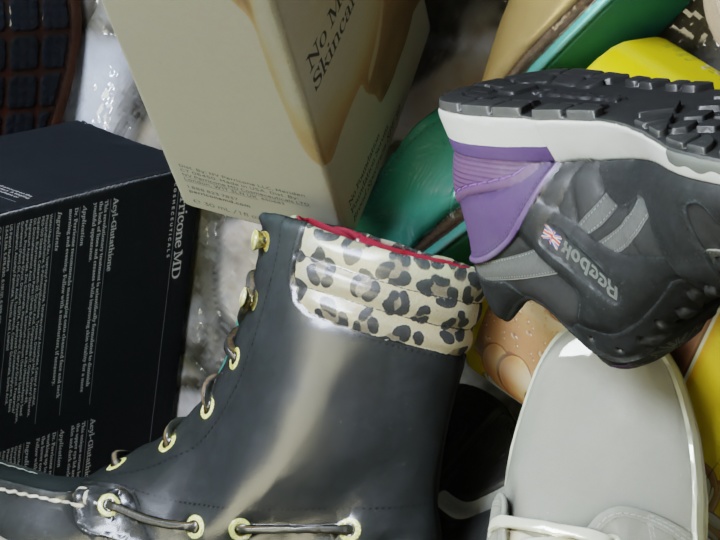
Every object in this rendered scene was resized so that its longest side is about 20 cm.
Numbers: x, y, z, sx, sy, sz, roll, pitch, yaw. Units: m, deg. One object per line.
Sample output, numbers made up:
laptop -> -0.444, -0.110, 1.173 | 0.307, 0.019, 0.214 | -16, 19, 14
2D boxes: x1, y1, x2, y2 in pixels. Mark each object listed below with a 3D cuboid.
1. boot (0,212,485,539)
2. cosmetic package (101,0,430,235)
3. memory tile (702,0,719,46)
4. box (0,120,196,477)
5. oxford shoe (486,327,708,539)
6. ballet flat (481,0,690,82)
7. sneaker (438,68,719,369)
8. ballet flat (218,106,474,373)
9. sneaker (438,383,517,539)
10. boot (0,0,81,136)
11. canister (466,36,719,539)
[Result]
boot -> -0.052, 0.051, 0.901 | 0.202, 0.073, 0.155 | 14, 95, 22
cosmetic package -> -0.034, -0.106, 0.858 | 0.071, 0.200, 0.106 | 14, 66, 16
memory tile -> 0.165, -0.080, 0.752 | 0.153, 0.017, 0.202 | -23, 76, 48
box -> -0.147, 0.051, 1.037 | 0.078, 0.141, 0.202 | 20, 111, 33
oxford shoe -> 0.065, 0.106, 0.798 | 0.075, 0.058, 0.201 | -1, 67, 35
ballet flat -> 0.108, -0.129, 0.865 | 0.200, 0.068, 0.063 | -39, 68, 26
sneaker -> 0.105, -0.010, 0.776 | 0.200, 0.075, 0.088 | 15, 116, 56
ballet flat -> 0.000, 0.000, 0.976 | 0.200, 0.067, 0.071 | -41, 52, 35
sneaker -> 0.077, 0.118, 0.931 | 0.076, 0.115, 0.200 | -50, 30, -6
boot -> -0.175, -0.129, 1.075 | 0.097, 0.074, 0.202 | 21, 113, 50
canister -> 0.145, 0.027, 0.855 | 0.200, 0.086, 0.149 | 35, 117, 27
